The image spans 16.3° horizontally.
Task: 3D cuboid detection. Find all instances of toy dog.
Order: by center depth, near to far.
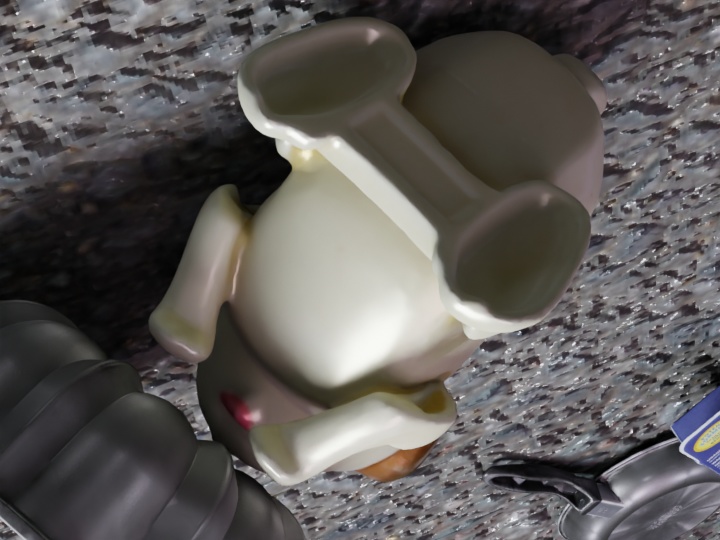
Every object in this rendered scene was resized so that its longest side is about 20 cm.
[{"bbox_3d":[0.000,0.000,0.979,0.194,0.139,0.200,-48,174,-46],"label":"toy dog"}]

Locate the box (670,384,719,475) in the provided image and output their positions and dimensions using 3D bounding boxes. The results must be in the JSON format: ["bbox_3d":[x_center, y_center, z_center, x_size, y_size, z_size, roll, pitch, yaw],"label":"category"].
[{"bbox_3d":[0.240,0.071,1.336,0.121,0.032,0.200,-41,150,10],"label":"box"}]

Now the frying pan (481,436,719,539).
[{"bbox_3d":[0.150,0.115,1.371,0.114,0.031,0.190,-32,153,12],"label":"frying pan"}]

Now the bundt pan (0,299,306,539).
[{"bbox_3d":[-0.096,0.084,0.976,0.076,0.201,0.202,-49,152,-8],"label":"bundt pan"}]
